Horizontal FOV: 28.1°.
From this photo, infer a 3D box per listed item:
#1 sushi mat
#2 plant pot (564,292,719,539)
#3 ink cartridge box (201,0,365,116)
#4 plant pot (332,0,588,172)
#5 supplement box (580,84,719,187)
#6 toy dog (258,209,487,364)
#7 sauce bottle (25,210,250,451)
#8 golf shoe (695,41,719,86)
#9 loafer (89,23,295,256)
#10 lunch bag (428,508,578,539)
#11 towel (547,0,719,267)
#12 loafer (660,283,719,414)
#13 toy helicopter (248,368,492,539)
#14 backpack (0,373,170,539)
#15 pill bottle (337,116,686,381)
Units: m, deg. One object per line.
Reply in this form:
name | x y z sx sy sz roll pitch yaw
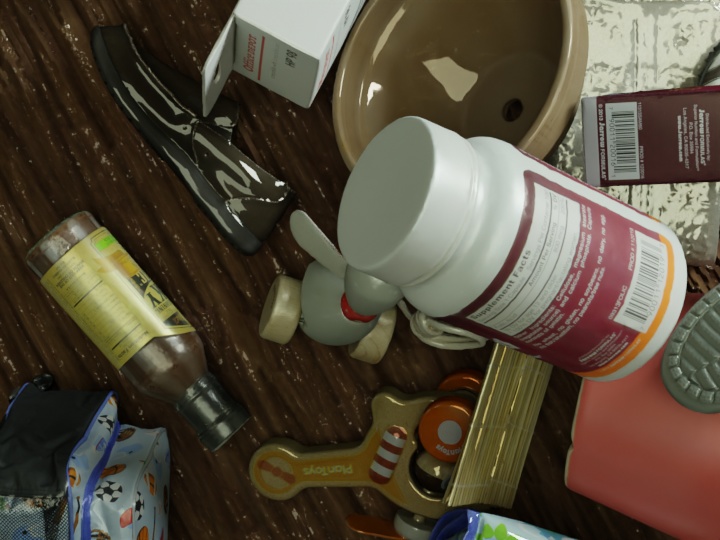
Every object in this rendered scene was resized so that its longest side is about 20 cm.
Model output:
sushi mat | 0.110 0.069 1.000 0.012 0.096 0.201 16 89 35
plant pot | 0.242 0.102 0.990 0.177 0.200 0.201 12 96 14
ink cartridge box | -0.034 -0.190 0.987 0.066 0.116 0.201 27 79 0
plant pot | 0.084 -0.127 1.002 0.200 0.093 0.202 -15 65 36
supplement box | 0.250 -0.090 0.925 0.199 0.109 0.061 -1 98 19
toy dog | 0.000 0.000 1.007 0.132 0.200 0.097 21 70 -31
sauce bottle | -0.161 0.047 1.069 0.065 0.065 0.200 -41 93 6
golf shoe | 0.303 -0.146 0.986 0.078 0.094 0.200 36 88 -26
loafer | -0.121 -0.106 1.056 0.071 0.073 0.200 -39 96 -4
lunch bag | 0.122 0.246 1.001 0.169 0.200 0.128 19 70 -1
towel | 0.198 -0.105 1.046 0.132 0.034 0.201 3 96 5
loafer | 0.275 0.023 0.896 0.200 0.070 0.075 -36 66 -2
toy helicopter | 0.014 0.152 1.071 0.199 0.079 0.133 -5 103 15
backpack | -0.213 0.195 1.033 0.153 0.200 0.191 11 108 4
pill bottle | 0.093 -0.013 0.883 0.199 0.114 0.115 23 97 -30
